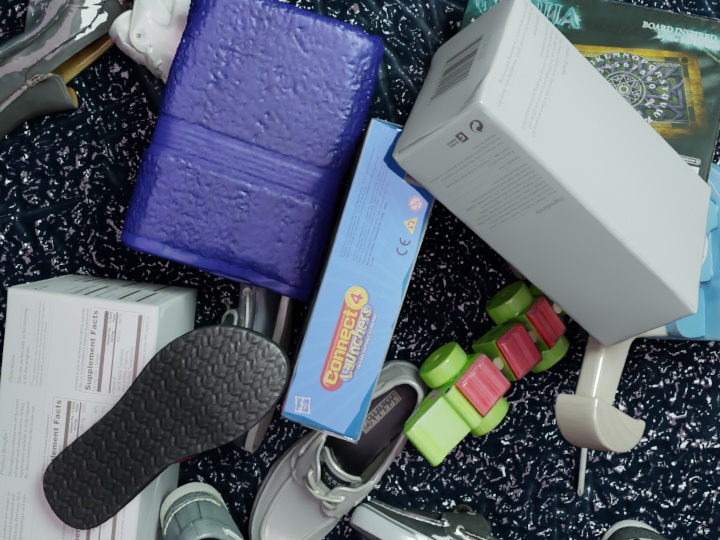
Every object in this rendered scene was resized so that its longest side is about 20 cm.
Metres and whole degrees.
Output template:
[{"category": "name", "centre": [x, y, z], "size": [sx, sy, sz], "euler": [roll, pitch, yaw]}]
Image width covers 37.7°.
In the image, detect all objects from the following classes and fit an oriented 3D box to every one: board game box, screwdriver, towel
[{"category": "board game box", "centre": [0.000, 0.000, 0.763], "size": [0.055, 0.196, 0.203], "euler": [17, 93, -3]}, {"category": "board game box", "centre": [0.160, -0.133, 0.758], "size": [0.197, 0.028, 0.137], "euler": [15, 73, 13]}, {"category": "screwdriver", "centre": [0.180, 0.091, 0.823], "size": [0.027, 0.029, 0.204], "euler": [0, 107, -2]}, {"category": "towel", "centre": [-0.077, -0.093, 0.763], "size": [0.145, 0.050, 0.203], "euler": [17, 98, -7]}]

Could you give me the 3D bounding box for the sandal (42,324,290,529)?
[{"category": "sandal", "centre": [-0.129, 0.099, 0.703], "size": [0.199, 0.045, 0.076], "euler": [-36, 87, 16]}]

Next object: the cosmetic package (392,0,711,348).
[{"category": "cosmetic package", "centre": [0.127, -0.059, 0.659], "size": [0.200, 0.114, 0.081], "euler": [42, 138, -20]}]

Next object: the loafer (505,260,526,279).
[{"category": "loafer", "centre": [0.146, -0.093, 0.811], "size": [0.066, 0.076, 0.204], "euler": [6, 93, 15]}]

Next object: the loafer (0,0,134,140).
[{"category": "loafer", "centre": [-0.253, -0.151, 0.830], "size": [0.072, 0.073, 0.201], "euler": [38, 95, -5]}]

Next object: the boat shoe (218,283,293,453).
[{"category": "boat shoe", "centre": [-0.084, 0.039, 0.831], "size": [0.061, 0.075, 0.204], "euler": [10, 92, 0]}]

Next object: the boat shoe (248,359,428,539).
[{"category": "boat shoe", "centre": [-0.018, 0.157, 0.838], "size": [0.200, 0.066, 0.072], "euler": [-44, 91, 4]}]

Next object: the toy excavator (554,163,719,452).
[{"category": "toy excavator", "centre": [0.210, 0.019, 0.753], "size": [0.198, 0.099, 0.198], "euler": [-2, 91, -38]}]

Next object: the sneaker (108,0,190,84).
[{"category": "sneaker", "centre": [-0.135, -0.161, 0.815], "size": [0.098, 0.075, 0.203], "euler": [-20, 87, -14]}]

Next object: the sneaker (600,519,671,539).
[{"category": "sneaker", "centre": [0.279, 0.272, 0.810], "size": [0.198, 0.112, 0.074], "euler": [27, 95, 1]}]

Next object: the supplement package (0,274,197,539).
[{"category": "supplement package", "centre": [-0.199, 0.113, 0.798], "size": [0.109, 0.156, 0.204], "euler": [7, 93, 0]}]

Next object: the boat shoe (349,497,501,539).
[{"category": "boat shoe", "centre": [0.088, 0.222, 0.844], "size": [0.197, 0.069, 0.057], "euler": [24, 73, 0]}]

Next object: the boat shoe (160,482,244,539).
[{"category": "boat shoe", "centre": [-0.095, 0.258, 0.819], "size": [0.072, 0.062, 0.202], "euler": [-28, 116, -11]}]

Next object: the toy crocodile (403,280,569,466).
[{"category": "toy crocodile", "centre": [0.108, 0.067, 0.810], "size": [0.200, 0.062, 0.068], "euler": [-42, 99, -23]}]
